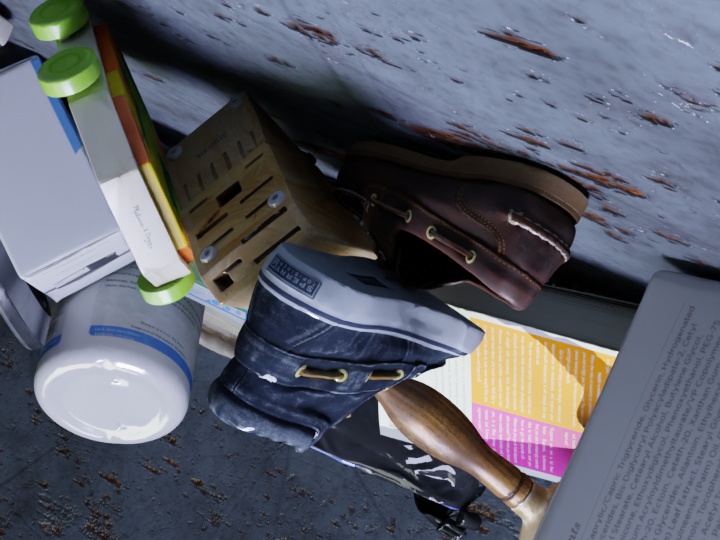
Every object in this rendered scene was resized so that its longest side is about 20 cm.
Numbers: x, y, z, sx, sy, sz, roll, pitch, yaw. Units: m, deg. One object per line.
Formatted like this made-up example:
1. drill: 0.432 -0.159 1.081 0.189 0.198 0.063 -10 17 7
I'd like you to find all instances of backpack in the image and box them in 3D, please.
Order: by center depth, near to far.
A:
1. backpack: 0.043 0.096 1.244 0.200 0.154 0.190 29 -167 9

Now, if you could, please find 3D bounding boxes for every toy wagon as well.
1. toy wagon: -0.140 -0.081 0.874 0.200 0.039 0.155 -113 3 -53

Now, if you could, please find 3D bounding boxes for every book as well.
1. book: 0.106 0.072 0.934 0.199 0.048 0.134 14 131 19

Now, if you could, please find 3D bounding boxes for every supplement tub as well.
1. supplement tub: -0.201 0.036 1.329 0.131 0.200 0.132 3 139 3

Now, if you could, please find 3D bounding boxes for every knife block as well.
1. knife block: -0.030 -0.010 0.890 0.176 0.064 0.200 46 -170 -33

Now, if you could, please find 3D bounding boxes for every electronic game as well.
1. electronic game: -0.298 -0.028 1.207 0.200 0.042 0.200 61 173 12

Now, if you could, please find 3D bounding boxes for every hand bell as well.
1. hand bell: 0.084 0.123 0.883 0.200 0.104 0.104 38 170 -13

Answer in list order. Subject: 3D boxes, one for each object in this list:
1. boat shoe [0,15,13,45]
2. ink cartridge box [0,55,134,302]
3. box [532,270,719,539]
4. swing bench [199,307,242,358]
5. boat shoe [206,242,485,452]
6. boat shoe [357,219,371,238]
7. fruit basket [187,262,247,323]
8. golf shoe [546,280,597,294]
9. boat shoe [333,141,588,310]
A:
1. boat shoe: -0.312 -0.149 1.032 0.200 0.093 0.075 19 170 47
2. ink cartridge box: -0.242 -0.064 1.177 0.145 0.084 0.200 63 173 2
3. box: 0.224 0.136 0.776 0.199 0.200 0.171 31 172 -36
4. swing bench: -0.137 0.027 1.567 0.199 0.130 0.200 29 178 -27
5. boat shoe: -0.008 0.044 0.810 0.071 0.091 0.200 35 -171 28
6. boat shoe: 0.000 0.000 1.087 0.062 0.073 0.200 19 173 22
7. fruit basket: -0.109 -0.028 1.201 0.185 0.094 0.200 25 169 5
8. golf shoe: 0.156 0.071 0.979 0.200 0.095 0.078 28 176 -3
9. boat shoe: 0.037 -0.024 0.810 0.070 0.070 0.200 28 174 -27
